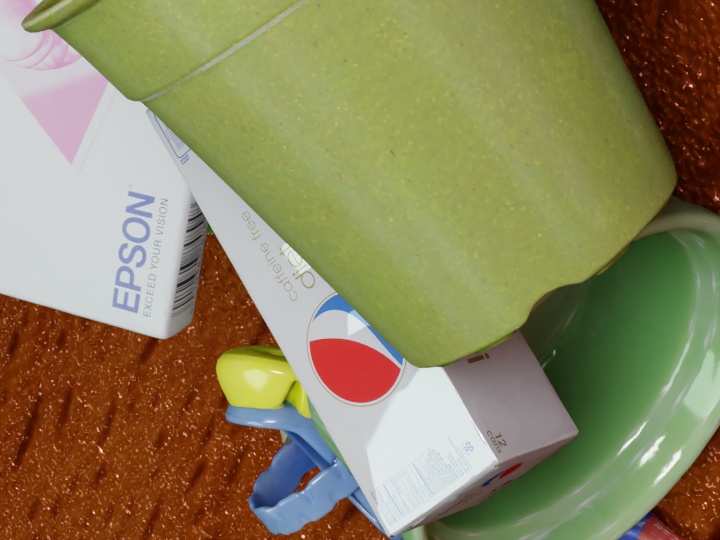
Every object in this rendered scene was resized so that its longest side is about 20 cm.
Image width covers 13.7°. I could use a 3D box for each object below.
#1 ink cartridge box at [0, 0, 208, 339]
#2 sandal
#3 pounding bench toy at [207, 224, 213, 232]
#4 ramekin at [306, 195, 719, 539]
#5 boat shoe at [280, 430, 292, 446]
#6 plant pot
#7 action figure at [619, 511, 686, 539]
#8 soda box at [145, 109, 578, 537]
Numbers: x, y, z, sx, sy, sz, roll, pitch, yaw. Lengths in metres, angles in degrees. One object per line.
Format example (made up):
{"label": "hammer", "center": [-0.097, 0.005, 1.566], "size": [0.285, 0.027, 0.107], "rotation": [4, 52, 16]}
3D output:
{"label": "ink cartridge box", "center": [-0.158, -0.087, 1.370], "size": [0.199, 0.043, 0.197], "rotation": [14, 110, 13]}
{"label": "sandal", "center": [0.022, 0.089, 1.441], "size": [0.079, 0.199, 0.087], "rotation": [-157, 75, -76]}
{"label": "pounding bench toy", "center": [-0.089, -0.069, 1.465], "size": [0.200, 0.156, 0.124], "rotation": [58, 147, -3]}
{"label": "ramekin", "center": [0.071, 0.035, 1.316], "size": [0.098, 0.200, 0.200], "rotation": [42, 145, 35]}
{"label": "boat shoe", "center": [0.009, 0.020, 1.500], "size": [0.200, 0.071, 0.076], "rotation": [-46, 46, 45]}
{"label": "plant pot", "center": [0.015, -0.074, 1.083], "size": [0.190, 0.200, 0.200], "rotation": [52, 148, -10]}
{"label": "action figure", "center": [0.074, 0.133, 1.488], "size": [0.200, 0.099, 0.065], "rotation": [31, 139, 38]}
{"label": "soda box", "center": [0.000, 0.000, 1.187], "size": [0.064, 0.068, 0.200], "rotation": [-36, 77, 32]}
